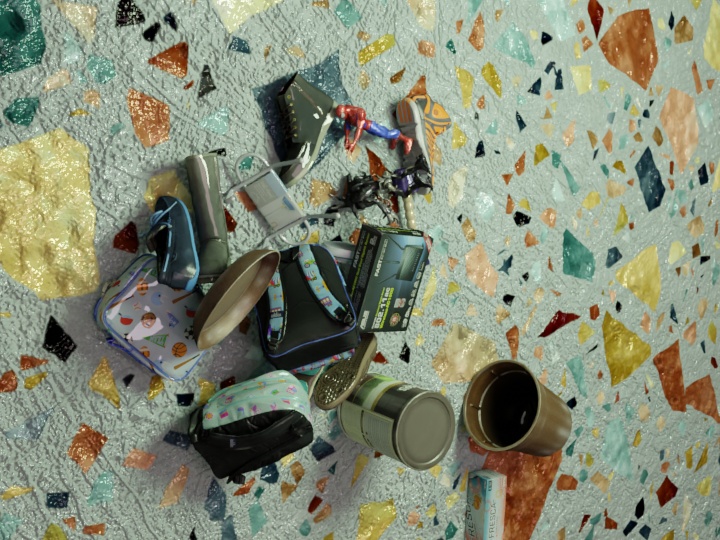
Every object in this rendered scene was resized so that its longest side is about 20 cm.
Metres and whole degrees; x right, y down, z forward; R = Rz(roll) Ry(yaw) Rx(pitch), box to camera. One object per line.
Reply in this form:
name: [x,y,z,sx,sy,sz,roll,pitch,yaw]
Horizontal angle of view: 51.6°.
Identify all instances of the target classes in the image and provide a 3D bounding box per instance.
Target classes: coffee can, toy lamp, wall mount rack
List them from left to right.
wall mount rack: [-0.134,-0.120,1.301,0.201,0.172,0.075,55,22,-25]
coffee can: [0.066,0.288,1.453,0.145,0.199,0.149,-4,96,-35]
toy lamp: [0.101,-0.109,1.531,0.058,0.058,0.203,-17,105,-33]

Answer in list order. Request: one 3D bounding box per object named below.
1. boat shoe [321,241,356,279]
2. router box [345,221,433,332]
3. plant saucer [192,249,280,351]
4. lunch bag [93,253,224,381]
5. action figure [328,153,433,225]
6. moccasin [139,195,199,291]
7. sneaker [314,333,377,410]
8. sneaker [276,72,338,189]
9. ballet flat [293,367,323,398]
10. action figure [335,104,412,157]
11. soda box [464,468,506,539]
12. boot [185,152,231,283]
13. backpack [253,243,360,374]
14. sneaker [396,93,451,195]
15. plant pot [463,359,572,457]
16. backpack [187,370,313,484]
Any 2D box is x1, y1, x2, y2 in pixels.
boat shoe: [-0.002,-0.001,1.464,0.200,0.074,0.087,10,101,-43]
router box: [0.047,0.016,1.421,0.148,0.062,0.203,2,108,-44]
plant saucer: [-0.204,0.040,1.195,0.034,0.201,0.201,38,68,7]
lunch bag: [-0.335,0.079,1.227,0.161,0.075,0.200,-52,121,-17]
action figure: [0.044,-0.147,1.438,0.102,0.197,0.120,57,19,-47]
moccasin: [-0.304,-0.054,1.172,0.067,0.201,0.081,5,126,-31]
sneaker: [-0.018,0.207,1.445,0.201,0.070,0.076,-52,142,-36]
sneaker: [-0.125,-0.253,1.352,0.106,0.074,0.202,34,66,-28]
ballet flat: [-0.111,0.199,1.405,0.069,0.069,0.203,27,78,-34]
action figure: [0.011,-0.250,1.430,0.199,0.065,0.100,23,90,-48]
soda box: [0.288,0.568,1.720,0.068,0.063,0.204,2,93,-35]
boot: [-0.250,-0.089,1.223,0.071,0.182,0.204,-1,103,-9]
backpack: [-0.104,0.063,1.337,0.180,0.202,0.135,-19,151,-3]
sneaker: [0.144,-0.263,1.533,0.111,0.077,0.203,-21,111,-37]
plant pot: [0.368,0.329,1.687,0.197,0.199,0.203,30,77,-41]
backpack: [-0.181,0.263,1.285,0.197,0.128,0.168,-21,136,3]
